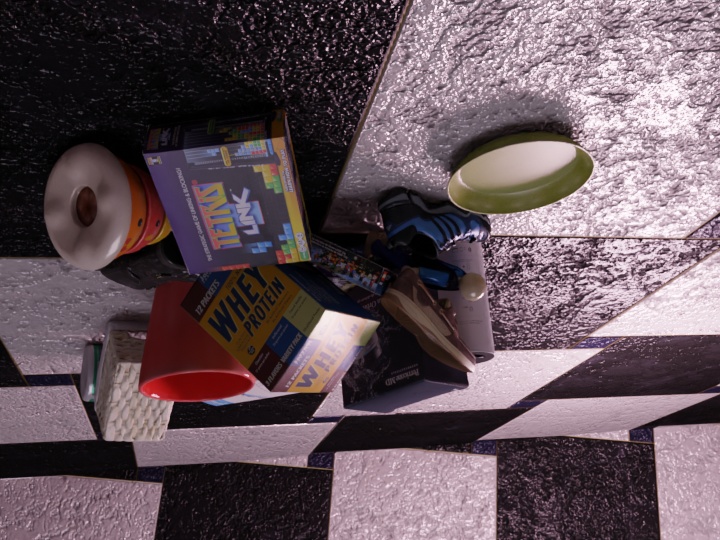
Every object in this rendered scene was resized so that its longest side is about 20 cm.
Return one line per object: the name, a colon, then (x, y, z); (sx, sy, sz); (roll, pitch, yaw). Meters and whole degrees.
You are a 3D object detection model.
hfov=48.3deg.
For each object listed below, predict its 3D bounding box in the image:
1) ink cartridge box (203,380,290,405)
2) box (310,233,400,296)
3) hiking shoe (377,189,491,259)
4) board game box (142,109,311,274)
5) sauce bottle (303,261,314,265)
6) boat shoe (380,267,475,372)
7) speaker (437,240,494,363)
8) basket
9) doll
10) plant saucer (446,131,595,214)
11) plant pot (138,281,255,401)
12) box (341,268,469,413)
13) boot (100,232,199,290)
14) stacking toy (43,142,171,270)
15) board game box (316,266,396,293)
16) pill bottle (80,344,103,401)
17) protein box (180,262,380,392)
ink cartridge box: (-0.223, 0.164, 1.547); (0.196, 0.150, 0.145); (-11, 158, 15)
box: (0.000, 0.000, 1.184); (0.135, 0.038, 0.200); (26, -179, 20)
hiking shoe: (0.110, -0.053, 1.172); (0.197, 0.088, 0.074); (8, 155, -30)
board game box: (-0.153, -0.089, 0.973); (0.162, 0.057, 0.202); (-8, 137, 2)
sauce bottle: (-0.109, -0.058, 1.140); (0.065, 0.067, 0.200); (-14, 158, 21)
boat shoe: (0.110, 0.072, 1.142); (0.200, 0.073, 0.072); (43, 160, -29)
speaker: (0.162, 0.044, 1.268); (0.079, 0.204, 0.081); (-4, 159, -2)
basket: (-0.426, 0.215, 1.532); (0.133, 0.124, 0.203); (5, 117, -25)
doll: (0.097, -0.002, 1.187); (0.198, 0.049, 0.136); (25, -169, 32)
plant saucer: (0.212, -0.133, 1.076); (0.196, 0.032, 0.201); (-4, 158, -2)
plant pot: (-0.277, 0.113, 1.367); (0.196, 0.181, 0.201); (-4, 158, -2)
box: (0.065, 0.120, 1.365); (0.116, 0.204, 0.195); (14, 150, -42)
boot: (-0.288, -0.002, 1.253); (0.172, 0.071, 0.198); (-17, 152, 39)
stacking toy: (-0.278, -0.079, 1.010); (0.144, 0.149, 0.199); (-19, 173, 31)
board game box: (0.002, 0.027, 1.427); (0.196, 0.033, 0.120); (3, 161, -20)
pill bottle: (-0.470, 0.216, 1.662); (0.197, 0.115, 0.113); (7, 156, -27)
protein box: (-0.112, 0.063, 1.169); (0.136, 0.198, 0.199); (-55, 157, 7)
